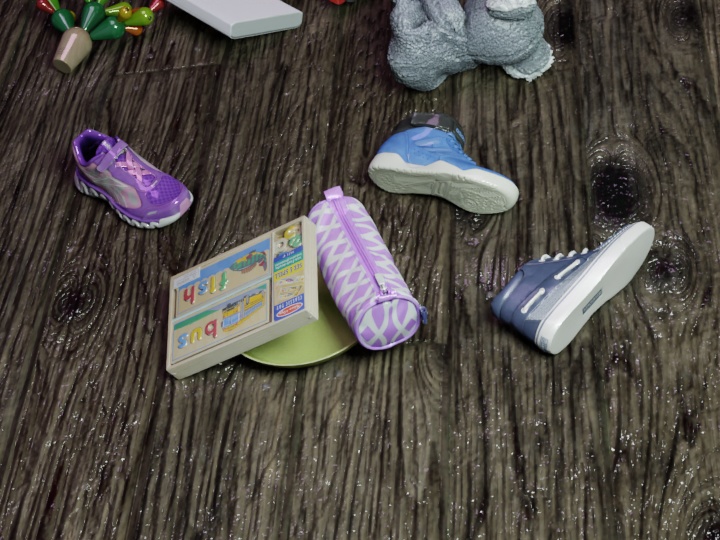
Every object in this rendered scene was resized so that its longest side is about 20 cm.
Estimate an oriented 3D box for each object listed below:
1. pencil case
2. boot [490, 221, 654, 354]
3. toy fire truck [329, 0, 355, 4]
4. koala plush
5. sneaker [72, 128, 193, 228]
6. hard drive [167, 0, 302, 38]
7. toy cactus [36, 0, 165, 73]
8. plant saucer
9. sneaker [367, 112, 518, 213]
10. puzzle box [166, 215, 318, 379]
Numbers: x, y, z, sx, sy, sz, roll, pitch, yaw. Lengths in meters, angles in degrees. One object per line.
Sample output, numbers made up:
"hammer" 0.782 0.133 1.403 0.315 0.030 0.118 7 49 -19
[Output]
"pencil case" 0.000 0.000 1.660 0.083 0.086 0.201 -23 44 -8
"boot" 0.237 0.000 1.652 0.090 0.073 0.200 33 61 30
"toy fire truck" -0.042 -0.440 2.154 0.199 0.049 0.141 -31 45 -31
"koala plush" 0.148 -0.315 1.930 0.198 0.178 0.185 8 60 20
"sneaker" -0.300 -0.124 1.896 0.199 0.089 0.080 26 55 32
"hard drive" -0.196 -0.389 2.143 0.131 0.027 0.199 -18 39 -39
"toy cactus" -0.397 -0.364 2.165 0.198 0.103 0.166 16 61 14
"plant saucer" -0.065 0.042 1.716 0.198 0.031 0.201 -7 45 7
"sneaker" 0.116 -0.140 1.817 0.198 0.077 0.112 11 59 32
"puzzle box" -0.135 0.032 1.680 0.199 0.025 0.134 -24 49 25
